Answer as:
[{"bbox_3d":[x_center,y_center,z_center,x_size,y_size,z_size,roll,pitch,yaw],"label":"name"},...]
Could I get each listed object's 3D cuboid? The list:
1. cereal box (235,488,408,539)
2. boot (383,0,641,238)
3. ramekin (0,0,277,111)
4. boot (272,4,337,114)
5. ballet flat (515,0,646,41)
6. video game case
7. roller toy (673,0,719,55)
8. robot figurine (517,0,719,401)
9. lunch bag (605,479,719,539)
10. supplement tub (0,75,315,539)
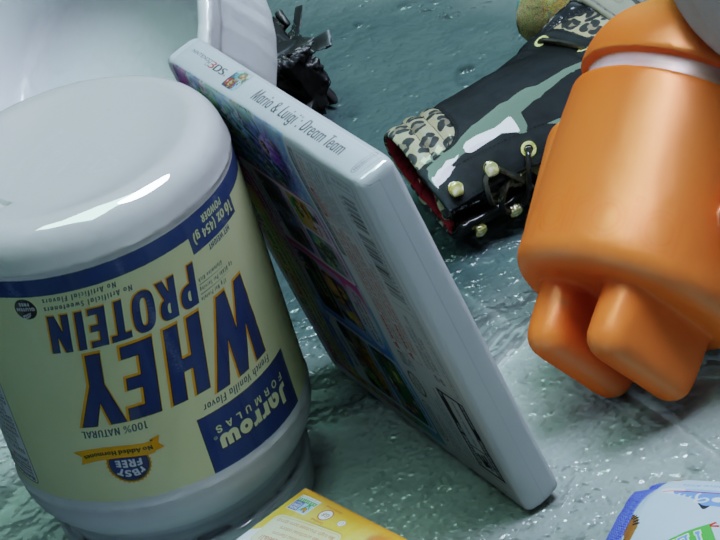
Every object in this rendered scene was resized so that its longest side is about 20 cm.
[{"bbox_3d":[-0.051,0.180,1.255,0.200,0.040,0.144,-35,34,-26],"label":"cereal box"},{"bbox_3d":[0.115,-0.057,1.524,0.153,0.074,0.204,-33,41,-8],"label":"boot"},{"bbox_3d":[-0.141,-0.110,1.619,0.200,0.098,0.202,-7,76,28],"label":"ramekin"},{"bbox_3d":[-0.121,-0.101,1.713,0.198,0.074,0.162,-28,38,-13],"label":"boot"},{"bbox_3d":[0.183,-0.173,1.676,0.199,0.071,0.071,-27,32,-15],"label":"ballet flat"},{"bbox_3d":[0.000,0.000,1.358,0.024,0.200,0.182,-37,35,-13],"label":"video game case"},{"bbox_3d":[0.219,-0.176,1.325,0.199,0.140,0.183,25,63,19],"label":"roller toy"},{"bbox_3d":[0.145,-0.041,1.390,0.116,0.144,0.201,19,73,-1],"label":"robot figurine"},{"bbox_3d":[0.169,0.156,1.103,0.169,0.124,0.201,-3,42,24],"label":"lunch bag"},{"bbox_3d":[-0.105,0.028,1.367,0.144,0.201,0.145,-13,31,8],"label":"supplement tub"}]
